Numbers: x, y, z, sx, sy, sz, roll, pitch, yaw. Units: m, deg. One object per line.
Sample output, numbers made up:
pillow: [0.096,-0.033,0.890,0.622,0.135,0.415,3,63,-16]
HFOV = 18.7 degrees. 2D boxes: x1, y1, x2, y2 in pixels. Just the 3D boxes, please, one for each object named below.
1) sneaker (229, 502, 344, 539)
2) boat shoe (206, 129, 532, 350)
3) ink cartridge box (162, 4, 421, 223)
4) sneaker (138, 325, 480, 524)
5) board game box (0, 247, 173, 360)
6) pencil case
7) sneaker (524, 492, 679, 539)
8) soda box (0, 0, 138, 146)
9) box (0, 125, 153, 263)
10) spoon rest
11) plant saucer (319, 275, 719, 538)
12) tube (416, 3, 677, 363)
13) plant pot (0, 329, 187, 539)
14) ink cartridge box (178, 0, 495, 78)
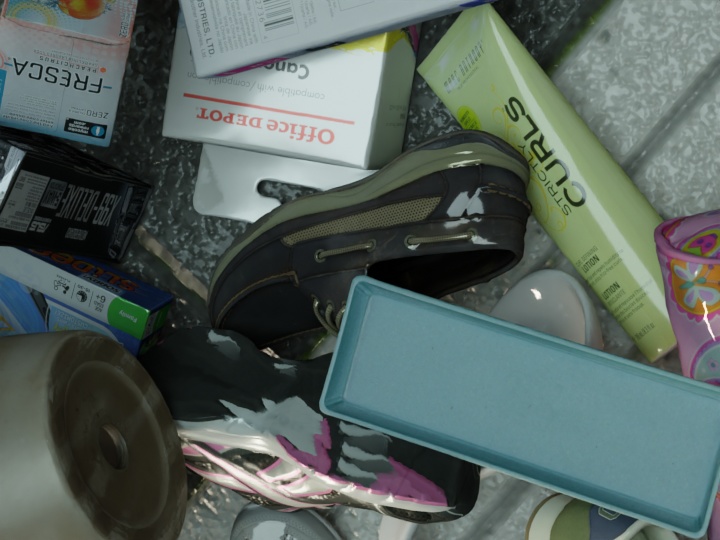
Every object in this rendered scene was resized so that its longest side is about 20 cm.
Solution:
sneaker: [-0.028,0.218,1.146,0.074,0.082,0.201,-15,88,15]
boat shoe: [0.000,0.000,1.105,0.199,0.074,0.074,-29,51,31]
ink cartridge box: [-0.032,-0.119,1.133,0.116,0.067,0.202,10,96,15]
sneaker: [-0.022,0.089,1.120,0.199,0.087,0.080,18,56,32]
board game box: [-0.213,0.038,1.200,0.199,0.034,0.136,23,110,13]
pencil case: [0.196,0.063,1.048,0.087,0.087,0.201,-6,108,16]
sneaker: [0.150,0.203,1.079,0.067,0.090,0.201,-23,92,-28]
soda box: [-0.140,-0.153,1.090,0.063,0.201,0.069,11,131,-7]
box: [-0.211,-0.063,1.117,0.157,0.200,0.050,26,93,12]
spoon rest: [0.063,0.092,1.116,0.060,0.099,0.201,17,105,-29]
plant saucer: [0.079,0.062,1.032,0.199,0.019,0.070,17,94,21]
tube: [0.104,-0.045,1.109,0.058,0.052,0.200,-39,84,14]
plant pot: [-0.186,0.113,1.080,0.173,0.200,0.201,-22,88,23]
ink cartridge box: [0.000,-0.175,1.064,0.199,0.042,0.120,-14,89,20]
